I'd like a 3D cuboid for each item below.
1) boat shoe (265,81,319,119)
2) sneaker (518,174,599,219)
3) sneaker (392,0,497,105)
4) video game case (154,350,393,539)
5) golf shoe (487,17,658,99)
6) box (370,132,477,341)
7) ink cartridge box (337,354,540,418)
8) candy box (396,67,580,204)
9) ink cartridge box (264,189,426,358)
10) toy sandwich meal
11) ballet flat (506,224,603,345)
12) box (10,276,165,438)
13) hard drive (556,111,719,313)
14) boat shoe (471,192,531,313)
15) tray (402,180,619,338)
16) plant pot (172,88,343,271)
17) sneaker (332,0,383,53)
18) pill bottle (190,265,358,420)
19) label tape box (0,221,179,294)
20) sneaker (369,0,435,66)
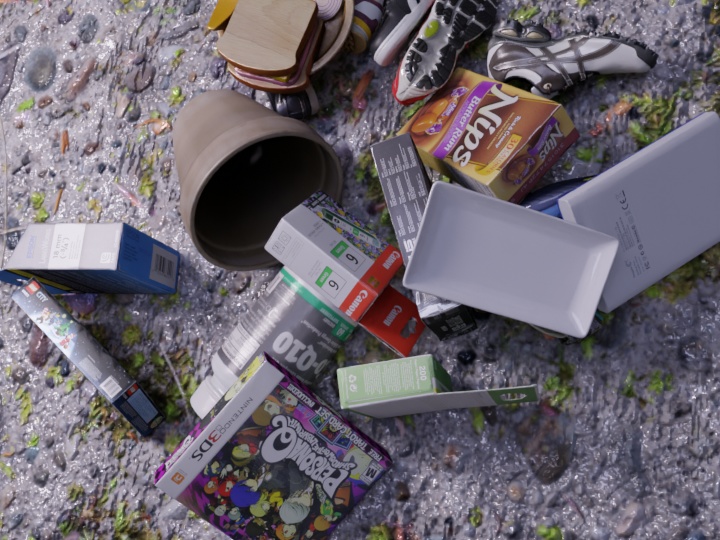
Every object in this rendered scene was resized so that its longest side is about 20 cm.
[{"bbox_3d":[-0.129,-0.280,1.000,0.062,0.073,0.201,-30,75,-12],"label":"boat shoe"},{"bbox_3d":[0.259,-0.062,0.825,0.198,0.074,0.083,-10,102,-9],"label":"sneaker"},{"bbox_3d":[0.098,-0.289,0.947,0.077,0.085,0.201,40,68,-7],"label":"sneaker"},{"bbox_3d":[-0.093,0.219,0.834,0.200,0.036,0.181,42,91,-19],"label":"video game case"},{"bbox_3d":[0.250,-0.243,0.905,0.198,0.078,0.095,13,98,19],"label":"golf shoe"},{"bbox_3d":[0.075,-0.031,0.846,0.049,0.158,0.202,-18,74,10],"label":"box"},{"bbox_3d":[0.089,0.124,0.811,0.198,0.146,0.048,-11,72,12],"label":"ink cartridge box"},{"bbox_3d":[0.139,-0.156,0.861,0.117,0.056,0.200,-47,38,0],"label":"candy box"},{"bbox_3d":[0.000,0.000,0.855,0.199,0.109,0.050,38,122,3],"label":"ink cartridge box"},{"bbox_3d":[-0.104,-0.325,0.937,0.203,0.070,0.207,-1,83,11],"label":"toy sandwich meal"},{"bbox_3d":[0.185,0.016,0.806,0.072,0.072,0.200,-46,115,0],"label":"ballet flat"},{"bbox_3d":[-0.334,0.109,0.929,0.200,0.137,0.038,39,70,19],"label":"box"},{"bbox_3d":[0.312,-0.062,0.793,0.199,0.025,0.133,-30,107,-12],"label":"hard drive"},{"bbox_3d":[0.151,-0.049,0.881,0.073,0.076,0.202,7,72,24],"label":"boat shoe"},{"bbox_3d":[0.147,-0.010,0.740,0.198,0.022,0.108,16,98,-9],"label":"tray"},{"bbox_3d":[-0.146,-0.130,0.927,0.200,0.200,0.174,-39,53,3],"label":"plant pot"},{"bbox_3d":[-0.062,-0.364,1.014,0.199,0.075,0.091,25,76,12],"label":"sneaker"},{"bbox_3d":[-0.102,0.101,0.885,0.113,0.113,0.201,38,89,20],"label":"pill bottle"},{"bbox_3d":[-0.356,-0.012,0.962,0.198,0.144,0.064,0,77,15],"label":"label tape box"},{"bbox_3d":[0.040,-0.358,0.956,0.111,0.073,0.201,35,70,-1],"label":"sneaker"}]
